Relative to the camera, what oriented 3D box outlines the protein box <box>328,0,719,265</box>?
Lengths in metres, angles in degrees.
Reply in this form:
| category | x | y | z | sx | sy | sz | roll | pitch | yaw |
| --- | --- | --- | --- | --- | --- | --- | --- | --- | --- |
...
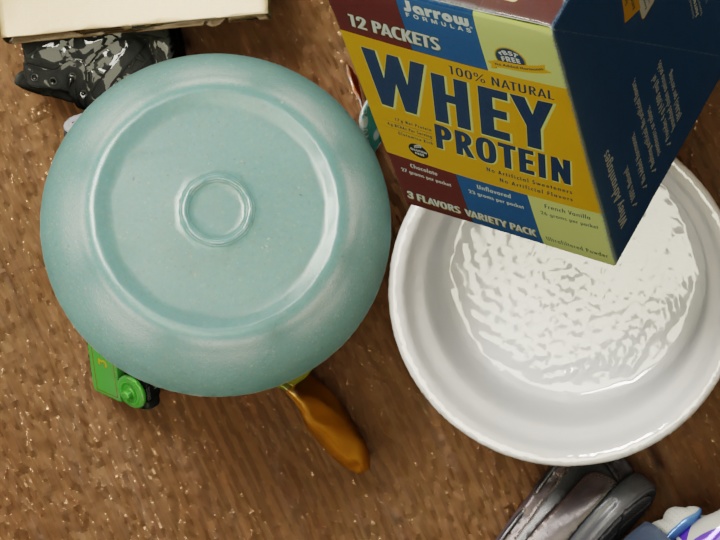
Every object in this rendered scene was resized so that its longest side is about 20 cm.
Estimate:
| category | x | y | z | sx | sy | sz | roll | pitch | yaw |
| --- | --- | --- | --- | --- | --- | --- | --- | --- | --- |
| protein box | 0.104 | -0.152 | 1.354 | 0.135 | 0.199 | 0.200 | 18 | 62 | 27 |

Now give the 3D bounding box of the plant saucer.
| category | x | y | z | sx | sy | sz | roll | pitch | yaw |
| --- | --- | --- | --- | --- | --- | --- | --- | --- | --- |
| plant saucer | -0.081 | -0.030 | 1.439 | 0.200 | 0.036 | 0.200 | 1 | 78 | -3 |

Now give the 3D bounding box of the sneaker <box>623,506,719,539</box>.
| category | x | y | z | sx | sy | sz | roll | pitch | yaw |
| --- | --- | --- | --- | --- | --- | --- | --- | --- | --- |
| sneaker | 0.154 | 0.189 | 1.468 | 0.081 | 0.200 | 0.147 | 44 | 111 | 18 |

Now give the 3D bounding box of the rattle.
| category | x | y | z | sx | sy | sz | roll | pitch | yaw |
| --- | --- | --- | --- | --- | --- | --- | --- | --- | --- |
| rattle | 0.000 | 0.000 | 1.529 | 0.143 | 0.130 | 0.200 | 32 | 76 | -8 |

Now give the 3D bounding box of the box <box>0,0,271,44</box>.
| category | x | y | z | sx | sy | sz | roll | pitch | yaw |
| --- | --- | --- | --- | --- | --- | --- | --- | --- | --- |
| box | -0.138 | -0.238 | 1.505 | 0.163 | 0.021 | 0.200 | -5 | 83 | 8 |

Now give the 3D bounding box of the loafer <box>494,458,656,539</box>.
| category | x | y | z | sx | sy | sz | roll | pitch | yaw |
| --- | --- | --- | --- | --- | --- | --- | --- | --- | --- |
| loafer | 0.091 | 0.182 | 1.550 | 0.200 | 0.072 | 0.063 | -46 | 70 | 7 |

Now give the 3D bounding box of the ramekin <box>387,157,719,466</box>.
| category | x | y | z | sx | sy | sz | roll | pitch | yaw |
| --- | --- | --- | --- | --- | --- | --- | --- | --- | --- |
| ramekin | 0.122 | 0.006 | 1.493 | 0.200 | 0.098 | 0.201 | 2 | 100 | 9 |

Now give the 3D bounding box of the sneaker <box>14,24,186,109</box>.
| category | x | y | z | sx | sy | sz | roll | pitch | yaw |
| --- | --- | --- | --- | --- | --- | --- | --- | --- | --- |
| sneaker | -0.157 | -0.117 | 1.539 | 0.104 | 0.060 | 0.200 | -11 | 92 | 9 |

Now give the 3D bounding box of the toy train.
| category | x | y | z | sx | sy | sz | roll | pitch | yaw |
| --- | --- | --- | --- | --- | --- | --- | --- | --- | --- |
| toy train | -0.145 | -0.007 | 1.529 | 0.056 | 0.042 | 0.200 | 21 | 127 | 37 |
